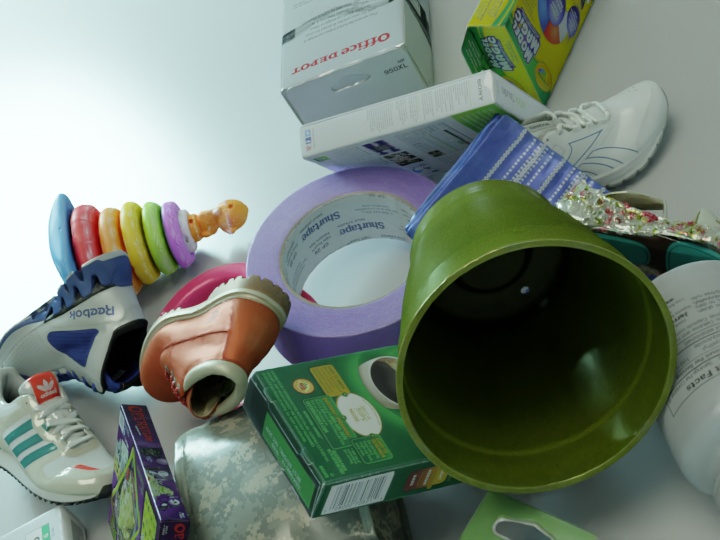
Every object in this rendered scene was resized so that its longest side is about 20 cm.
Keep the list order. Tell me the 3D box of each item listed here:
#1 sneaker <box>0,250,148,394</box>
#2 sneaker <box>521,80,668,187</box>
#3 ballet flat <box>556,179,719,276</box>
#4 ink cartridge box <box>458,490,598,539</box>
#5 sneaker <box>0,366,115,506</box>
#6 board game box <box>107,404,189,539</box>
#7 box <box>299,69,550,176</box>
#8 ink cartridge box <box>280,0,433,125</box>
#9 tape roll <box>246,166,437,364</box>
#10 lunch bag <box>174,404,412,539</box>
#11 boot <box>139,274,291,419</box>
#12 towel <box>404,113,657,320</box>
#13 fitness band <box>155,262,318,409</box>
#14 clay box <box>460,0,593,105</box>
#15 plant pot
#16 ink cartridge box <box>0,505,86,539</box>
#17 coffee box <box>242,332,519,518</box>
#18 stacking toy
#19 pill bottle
[{"bbox_3d":[-0.270,0.083,1.434,0.199,0.080,0.116,-41,70,32],"label":"sneaker"},{"bbox_3d":[0.189,-0.109,1.324,0.199,0.087,0.075,-37,36,-4],"label":"sneaker"},{"bbox_3d":[0.248,-0.028,1.193,0.198,0.076,0.064,18,61,15],"label":"ballet flat"},{"bbox_3d":[0.089,0.269,1.072,0.103,0.059,0.201,18,64,41],"label":"ink cartridge box"},{"bbox_3d":[-0.291,0.149,1.385,0.070,0.094,0.199,-12,21,-41],"label":"sneaker"},{"bbox_3d":[-0.178,0.208,1.231,0.200,0.032,0.121,-129,48,-62],"label":"board game box"},{"bbox_3d":[0.063,-0.126,1.372,0.198,0.144,0.037,-12,75,27],"label":"box"},{"bbox_3d":[-0.004,-0.249,1.574,0.143,0.084,0.201,-18,44,19],"label":"ink cartridge box"},{"bbox_3d":[0.000,0.000,1.337,0.198,0.066,0.201,-9,49,10],"label":"tape roll"},{"bbox_3d":[-0.057,0.183,1.201,0.163,0.118,0.201,-26,48,12],"label":"lunch bag"},{"bbox_3d":[-0.143,0.086,1.276,0.200,0.075,0.108,-34,30,48],"label":"boot"},{"bbox_3d":[0.154,-0.029,1.250,0.199,0.024,0.145,37,75,14],"label":"towel"},{"bbox_3d":[-0.114,0.066,1.404,0.199,0.038,0.144,26,67,43],"label":"fitness band"},{"bbox_3d":[0.167,-0.249,1.442,0.047,0.115,0.201,5,57,34],"label":"clay box"},{"bbox_3d":[0.113,0.027,1.110,0.199,0.201,0.193,-28,26,8],"label":"plant pot"},{"bbox_3d":[-0.327,0.320,1.305,0.199,0.050,0.162,-27,43,6],"label":"ink cartridge box"},{"bbox_3d":[0.025,0.116,1.137,0.198,0.044,0.123,-9,45,-32],"label":"coffee box"},{"bbox_3d":[-0.208,-0.033,1.514,0.198,0.110,0.117,-17,51,4],"label":"stacking toy"},{"bbox_3d":[0.271,0.098,1.067,0.114,0.115,0.201,-27,43,9],"label":"pill bottle"}]
